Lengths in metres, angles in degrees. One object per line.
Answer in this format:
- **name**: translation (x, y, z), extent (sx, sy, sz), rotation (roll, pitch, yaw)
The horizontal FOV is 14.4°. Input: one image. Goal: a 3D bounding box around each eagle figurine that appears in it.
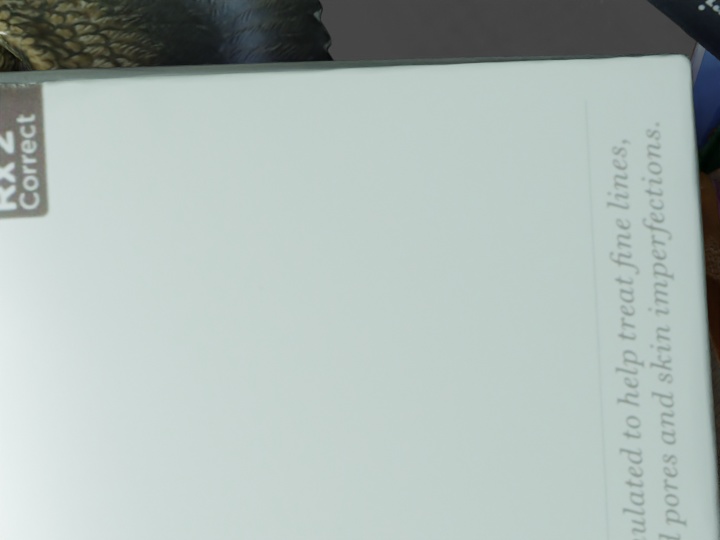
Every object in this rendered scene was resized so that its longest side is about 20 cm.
- **eagle figurine**: translation (-0.114, -0.074, 0.873), extent (0.200, 0.152, 0.151), rotation (41, 84, -10)

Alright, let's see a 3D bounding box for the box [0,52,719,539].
- **box**: translation (-0.018, 0.049, 0.747), extent (0.199, 0.131, 0.200), rotation (-3, 90, -9)

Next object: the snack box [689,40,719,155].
- **snack box**: translation (0.125, -0.008, 0.915), extent (0.072, 0.024, 0.201), rotation (19, 107, 9)

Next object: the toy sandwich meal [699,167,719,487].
- **toy sandwich meal**: translation (0.107, 0.063, 0.798), extent (0.070, 0.205, 0.206), rotation (4, 106, -16)

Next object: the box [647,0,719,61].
- **box**: translation (0.114, -0.186, 0.766), extent (0.196, 0.118, 0.200), rotation (37, 134, -18)

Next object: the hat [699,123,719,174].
- **hat**: translation (0.194, 0.018, 0.811), extent (0.199, 0.176, 0.166), rotation (-24, 106, 7)
